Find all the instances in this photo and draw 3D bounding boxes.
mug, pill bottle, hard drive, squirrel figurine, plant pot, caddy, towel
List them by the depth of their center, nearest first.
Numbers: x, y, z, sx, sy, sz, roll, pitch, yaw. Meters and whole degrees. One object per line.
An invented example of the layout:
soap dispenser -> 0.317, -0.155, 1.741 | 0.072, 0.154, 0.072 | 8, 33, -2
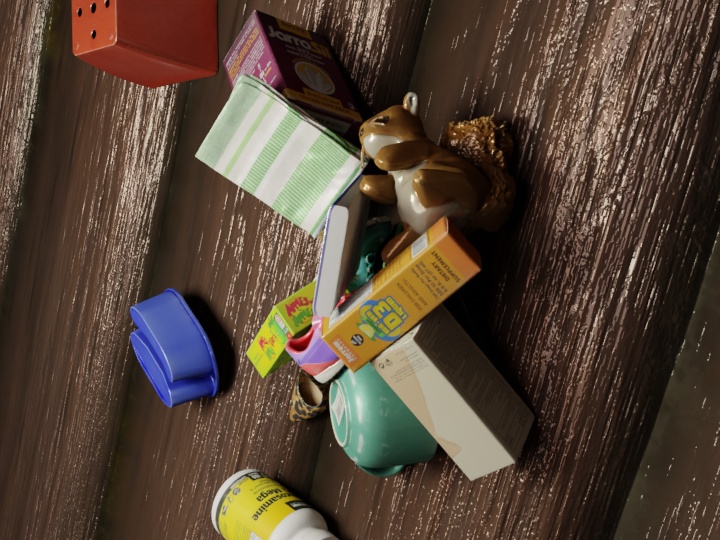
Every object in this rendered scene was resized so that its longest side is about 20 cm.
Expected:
hard drive -> -0.019, -0.035, 1.426 | 0.025, 0.200, 0.133 | 12, 106, 6
squirrel figurine -> 0.092, -0.127, 1.430 | 0.142, 0.198, 0.188 | 103, 151, -43
mug -> 0.025, 0.193, 1.505 | 0.152, 0.113, 0.187 | -163, 69, -73
towel -> -0.104, -0.149, 1.531 | 0.199, 0.023, 0.153 | 34, 122, -5
pill bottle -> -0.120, 0.381, 1.699 | 0.199, 0.112, 0.114 | 25, 109, 42
caddy -> -0.295, 0.123, 1.888 | 0.200, 0.104, 0.142 | 52, 147, 32
plant pot -> -0.362, -0.418, 1.895 | 0.199, 0.175, 0.203 | -1, 89, 46

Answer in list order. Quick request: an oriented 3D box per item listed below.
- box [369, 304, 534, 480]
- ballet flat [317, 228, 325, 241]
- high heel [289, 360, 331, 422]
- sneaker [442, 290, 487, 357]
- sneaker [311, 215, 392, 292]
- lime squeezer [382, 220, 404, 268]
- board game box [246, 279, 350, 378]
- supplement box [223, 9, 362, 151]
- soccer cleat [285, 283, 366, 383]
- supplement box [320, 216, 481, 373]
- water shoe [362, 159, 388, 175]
box -> 0.113, 0.143, 1.394 | 0.077, 0.095, 0.200 | -31, 103, 38
ballet flat -> -0.071, -0.100, 1.606 | 0.071, 0.200, 0.071 | -42, 19, 18
high heel -> -0.083, 0.157, 1.631 | 0.072, 0.142, 0.201 | 48, 123, 20
sneaker -> 0.102, 0.059, 1.487 | 0.121, 0.083, 0.202 | -103, -6, -66
sneaker -> 0.000, 0.000, 1.596 | 0.080, 0.077, 0.201 | 59, 142, 27
lime squeezer -> 0.056, 0.003, 1.563 | 0.070, 0.037, 0.202 | -18, 77, 46
board game box -> -0.088, 0.077, 1.611 | 0.048, 0.101, 0.200 | 53, 154, 8
supplement box -> -0.096, -0.250, 1.624 | 0.103, 0.130, 0.201 | -52, 43, 31
soccer cleat -> -0.017, 0.060, 1.452 | 0.200, 0.073, 0.068 | -48, 15, 32
supplement box -> 0.046, 0.030, 1.357 | 0.200, 0.069, 0.067 | -40, 104, 16
water shoe -> 0.003, -0.133, 1.578 | 0.199, 0.078, 0.072 | 8, 85, 47
